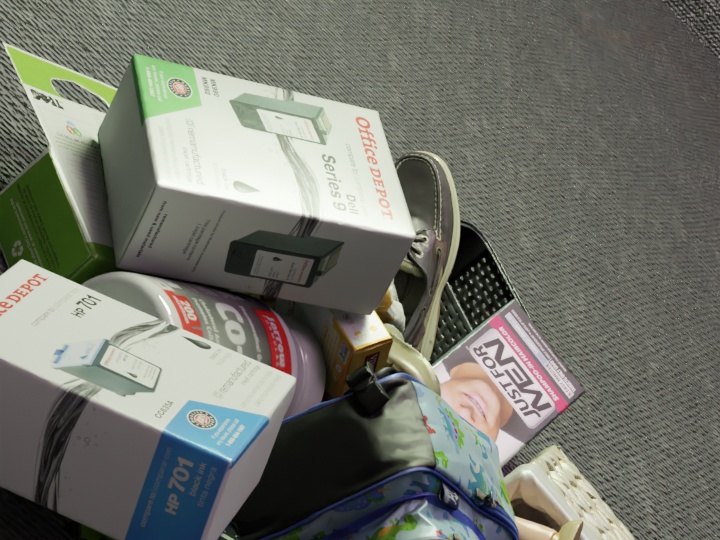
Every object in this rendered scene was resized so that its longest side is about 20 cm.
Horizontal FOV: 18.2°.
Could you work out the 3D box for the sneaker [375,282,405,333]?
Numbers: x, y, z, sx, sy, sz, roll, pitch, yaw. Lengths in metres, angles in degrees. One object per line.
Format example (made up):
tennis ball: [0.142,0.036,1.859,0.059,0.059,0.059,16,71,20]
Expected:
sneaker: [0.000,0.000,1.788,0.200,0.075,0.088,101,-10,-74]

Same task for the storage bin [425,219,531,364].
storage bin: [0.082,0.053,1.996,0.135,0.094,0.201,18,40,-54]

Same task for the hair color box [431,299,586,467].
hair color box: [0.082,0.120,1.814,0.200,0.061,0.099,-37,88,-37]

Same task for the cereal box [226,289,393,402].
cereal box: [-0.050,0.029,1.697,0.039,0.144,0.200,-17,54,-26]

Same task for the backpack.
backpack: [0.013,0.181,1.556,0.200,0.182,0.148,34,34,-52]

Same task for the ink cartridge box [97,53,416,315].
ink cartridge box: [-0.075,-0.060,1.590,0.199,0.084,0.146,11,40,-25]

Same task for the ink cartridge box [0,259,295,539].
ink cartridge box: [-0.159,0.086,1.380,0.199,0.086,0.146,24,22,6]

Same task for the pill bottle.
pill bottle: [-0.115,0.067,1.563,0.200,0.114,0.114,11,45,-57]

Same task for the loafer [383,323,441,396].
loafer: [0.011,0.073,1.726,0.200,0.068,0.076,19,-60,59]

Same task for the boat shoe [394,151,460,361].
boat shoe: [0.038,-0.004,1.906,0.065,0.071,0.201,17,82,-72]

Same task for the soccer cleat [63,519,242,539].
soccer cleat: [-0.098,0.176,1.409,0.200,0.068,0.081,33,34,26]

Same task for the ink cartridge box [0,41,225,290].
ink cartridge box: [-0.201,-0.052,1.636,0.148,0.076,0.201,19,37,-52]

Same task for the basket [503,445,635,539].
basket: [0.154,0.255,1.774,0.200,0.135,0.123,52,18,3]

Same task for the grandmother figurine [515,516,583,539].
grandmother figurine: [0.064,0.192,1.697,0.199,0.122,0.061,21,26,15]
